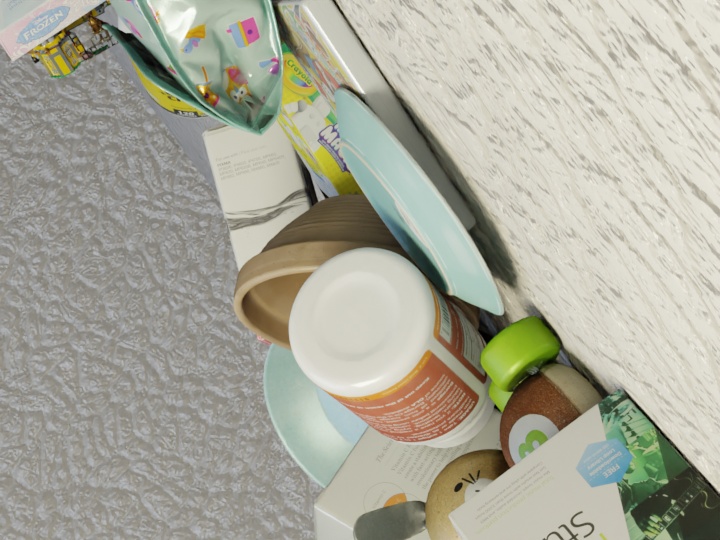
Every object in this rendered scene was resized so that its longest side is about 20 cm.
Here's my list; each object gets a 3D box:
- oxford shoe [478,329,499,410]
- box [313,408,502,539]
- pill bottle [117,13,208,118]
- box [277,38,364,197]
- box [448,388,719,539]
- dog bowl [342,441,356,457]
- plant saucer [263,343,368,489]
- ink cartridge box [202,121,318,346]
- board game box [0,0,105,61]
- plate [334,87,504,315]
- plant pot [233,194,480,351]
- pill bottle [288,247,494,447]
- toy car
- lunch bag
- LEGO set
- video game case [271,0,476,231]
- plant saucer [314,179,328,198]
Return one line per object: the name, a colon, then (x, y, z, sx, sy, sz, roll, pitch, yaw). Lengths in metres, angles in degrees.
oxford shoe: (0.110, 0.109, 1.664, 0.084, 0.073, 0.200, 55, 163, 27)
box: (0.084, 0.198, 1.555, 0.200, 0.152, 0.106, 30, 157, 13)
pill bottle: (-0.159, -0.216, 1.734, 0.112, 0.112, 0.200, 54, 175, 11)
box: (-0.050, -0.142, 1.604, 0.200, 0.048, 0.117, 55, 175, -27)
box: (0.167, 0.185, 1.203, 0.200, 0.144, 0.036, 50, 174, 38)
dog bowl: (0.070, 0.155, 1.823, 0.200, 0.059, 0.200, 23, -158, -10)
plant saucer: (0.006, 0.119, 1.705, 0.201, 0.039, 0.201, 16, 122, 28)
ink cartridge box: (-0.076, -0.036, 1.786, 0.146, 0.085, 0.200, 53, -160, -83)
board game box: (-0.260, -0.302, 1.609, 0.199, 0.200, 0.043, 52, 172, 31)
plate: (0.034, -0.043, 1.364, 0.200, 0.026, 0.200, 54, 175, 7)
plant pot: (0.000, 0.000, 1.555, 0.201, 0.201, 0.093, 65, -152, -62)
pill bottle: (0.033, 0.067, 1.440, 0.112, 0.112, 0.200, 51, -176, 30)
toy car: (0.098, 0.165, 1.370, 0.164, 0.200, 0.158, 52, 174, 21)
lunch bag: (-0.132, -0.207, 1.435, 0.170, 0.122, 0.200, 46, 162, 58)
LEGO set: (-0.263, -0.293, 1.873, 0.154, 0.200, 0.116, -98, -18, -54)
video game case: (0.002, -0.119, 1.405, 0.200, 0.023, 0.182, 56, 174, -13)
plant saucer: (0.010, -0.041, 1.799, 0.200, 0.029, 0.200, 55, 175, 6)
